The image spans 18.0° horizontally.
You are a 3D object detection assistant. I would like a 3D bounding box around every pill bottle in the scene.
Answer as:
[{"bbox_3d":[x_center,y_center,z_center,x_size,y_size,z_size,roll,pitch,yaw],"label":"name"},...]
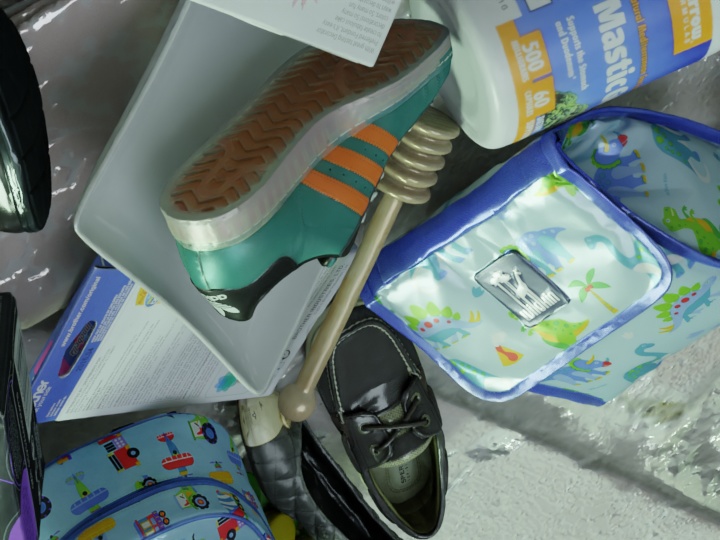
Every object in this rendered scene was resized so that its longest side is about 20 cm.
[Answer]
[{"bbox_3d":[0.135,-0.153,1.233,0.199,0.112,0.112,-24,138,-11],"label":"pill bottle"}]

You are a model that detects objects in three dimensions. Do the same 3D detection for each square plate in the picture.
[{"bbox_3d":[-0.063,-0.064,1.180,0.200,0.028,0.199,47,63,-52],"label":"square plate"}]

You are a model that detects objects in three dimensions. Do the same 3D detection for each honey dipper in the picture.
[{"bbox_3d":[0.000,0.000,1.277,0.038,0.038,0.201,6,119,-37],"label":"honey dipper"}]

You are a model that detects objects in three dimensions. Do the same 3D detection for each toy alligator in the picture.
[{"bbox_3d":[-0.046,0.176,1.468,0.200,0.059,0.055,45,56,-48],"label":"toy alligator"}]

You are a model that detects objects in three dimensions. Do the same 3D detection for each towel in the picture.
[{"bbox_3d":[-0.161,-0.060,1.186,0.199,0.032,0.192,-29,138,-7],"label":"towel"}]

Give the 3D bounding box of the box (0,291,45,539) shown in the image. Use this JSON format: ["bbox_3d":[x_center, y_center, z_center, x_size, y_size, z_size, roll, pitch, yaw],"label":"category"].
[{"bbox_3d":[-0.266,0.095,1.150,0.198,0.106,0.123,-5,124,-2],"label":"box"}]

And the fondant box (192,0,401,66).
[{"bbox_3d":[-0.020,-0.213,1.077,0.144,0.058,0.201,16,101,-41],"label":"fondant box"}]

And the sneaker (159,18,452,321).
[{"bbox_3d":[-0.021,-0.054,1.164,0.200,0.071,0.080,-41,134,-31],"label":"sneaker"}]

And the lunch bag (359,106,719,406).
[{"bbox_3d":[0.121,-0.010,1.317,0.199,0.128,0.170,16,140,-39],"label":"lunch bag"}]

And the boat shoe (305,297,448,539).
[{"bbox_3d":[0.020,0.094,1.422,0.071,0.066,0.201,-27,138,-8],"label":"boat shoe"}]

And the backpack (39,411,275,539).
[{"bbox_3d":[-0.120,0.189,1.301,0.182,0.135,0.201,-21,134,-21],"label":"backpack"}]

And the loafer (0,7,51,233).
[{"bbox_3d":[-0.203,-0.104,1.071,0.072,0.073,0.201,-16,113,9],"label":"loafer"}]

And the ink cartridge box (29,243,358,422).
[{"bbox_3d":[-0.102,0.026,1.265,0.199,0.042,0.120,-7,138,-48],"label":"ink cartridge box"}]

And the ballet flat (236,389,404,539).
[{"bbox_3d":[-0.017,0.137,1.416,0.057,0.067,0.200,-17,127,25],"label":"ballet flat"}]
